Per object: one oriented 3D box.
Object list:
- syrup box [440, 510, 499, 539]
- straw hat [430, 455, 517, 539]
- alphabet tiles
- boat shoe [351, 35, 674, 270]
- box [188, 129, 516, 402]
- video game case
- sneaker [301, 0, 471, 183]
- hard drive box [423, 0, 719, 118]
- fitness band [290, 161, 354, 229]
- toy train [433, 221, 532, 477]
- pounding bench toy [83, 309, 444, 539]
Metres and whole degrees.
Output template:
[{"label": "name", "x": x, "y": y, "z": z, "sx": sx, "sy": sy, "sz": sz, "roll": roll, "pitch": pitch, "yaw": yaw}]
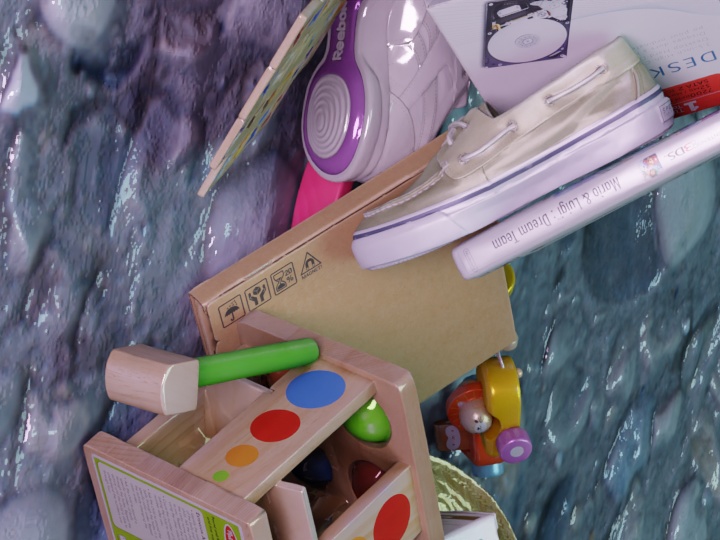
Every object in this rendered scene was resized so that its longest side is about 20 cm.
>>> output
[{"label": "syrup box", "x": -0.007, "y": 0.210, "z": 1.620, "sx": 0.199, "sy": 0.081, "sz": 0.079, "roll": -20, "pitch": 99, "yaw": -35}, {"label": "straw hat", "x": 0.008, "y": 0.218, "z": 1.731, "sx": 0.200, "sy": 0.085, "sz": 0.203, "roll": 6, "pitch": 79, "yaw": -32}, {"label": "alphabet tiles", "x": -0.030, "y": -0.125, "z": 1.499, "sx": 0.167, "sy": 0.006, "sz": 0.200, "roll": -58, "pitch": 180, "yaw": 25}, {"label": "boat shoe", "x": 0.079, "y": -0.065, "z": 1.558, "sx": 0.062, "sy": 0.199, "sz": 0.072, "roll": 63, "pitch": 10, "yaw": -1}, {"label": "box", "x": 0.000, "y": 0.028, "z": 1.631, "sx": 0.199, "sy": 0.021, "sz": 0.164, "roll": -32, "pitch": 133, "yaw": -21}, {"label": "video game case", "x": 0.156, "y": -0.051, "z": 1.604, "sx": 0.024, "sy": 0.181, "sz": 0.200, "roll": 63, "pitch": 17, "yaw": 2}, {"label": "sneaker", "x": 0.024, "y": -0.146, "z": 1.630, "sx": 0.099, "sy": 0.075, "sz": 0.202, "roll": 11, "pitch": 93, "yaw": -43}, {"label": "hard drive box", "x": 0.132, "y": -0.156, "z": 1.571, "sx": 0.200, "sy": 0.155, "sz": 0.077, "roll": 48, "pitch": 28, "yaw": -60}, {"label": "fitness band", "x": 0.000, "y": 0.000, "z": 1.705, "sx": 0.143, "sy": 0.037, "sz": 0.202, "roll": -9, "pitch": 107, "yaw": -59}, {"label": "toy train", "x": 0.068, "y": 0.054, "z": 1.826, "sx": 0.150, "sy": 0.055, "sz": 0.202, "roll": -125, "pitch": -152, "yaw": -72}, {"label": "pounding bench toy", "x": -0.051, "y": 0.089, "z": 1.502, "sx": 0.156, "sy": 0.124, "sz": 0.201, "roll": -40, "pitch": 135, "yaw": -34}]
